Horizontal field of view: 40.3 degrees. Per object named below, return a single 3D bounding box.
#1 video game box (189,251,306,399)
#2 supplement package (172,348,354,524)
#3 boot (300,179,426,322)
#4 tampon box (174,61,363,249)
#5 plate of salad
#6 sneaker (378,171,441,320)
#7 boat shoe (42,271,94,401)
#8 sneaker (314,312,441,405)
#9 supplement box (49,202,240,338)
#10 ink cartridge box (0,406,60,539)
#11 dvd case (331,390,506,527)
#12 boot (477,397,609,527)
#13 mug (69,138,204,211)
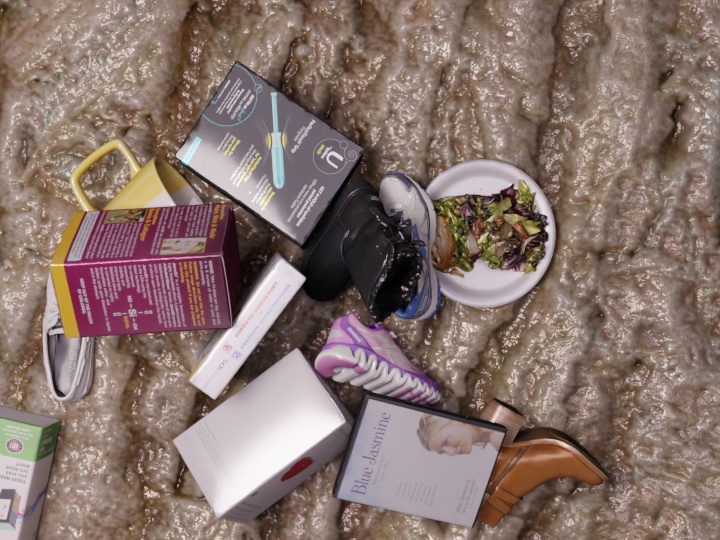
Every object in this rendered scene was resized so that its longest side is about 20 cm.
[{"bbox_3d":[-0.143,0.063,1.248,0.047,0.200,0.183,40,89,-7],"label":"video game box"},{"bbox_3d":[-0.116,0.217,1.270,0.199,0.121,0.120,-37,69,-1],"label":"supplement package"},{"bbox_3d":[0.000,0.001,1.244,0.073,0.163,0.200,6,125,-33],"label":"boot"},{"bbox_3d":[-0.115,-0.146,1.290,0.199,0.126,0.151,34,89,-1],"label":"tampon box"},{"bbox_3d":[0.168,-0.051,1.332,0.197,0.048,0.203,0,88,-1],"label":"plate of salad"},{"bbox_3d":[0.058,-0.030,1.295,0.076,0.085,0.203,-11,92,30],"label":"sneaker"},{"bbox_3d":[-0.387,0.074,1.311,0.073,0.065,0.203,-5,89,-1],"label":"boat shoe"},{"bbox_3d":[0.032,0.118,1.291,0.199,0.080,0.089,29,51,-30],"label":"sneaker"},{"bbox_3d":[-0.248,-0.002,1.160,0.197,0.131,0.104,-3,120,0],"label":"supplement box"},{"bbox_3d":[-0.496,0.285,1.296,0.143,0.084,0.203,12,89,-1],"label":"ink cartridge box"},{"bbox_3d":[0.076,0.243,1.255,0.198,0.018,0.144,15,101,-14],"label":"dvd case"},{"bbox_3d":[0.219,0.281,1.315,0.198,0.077,0.157,27,95,-11],"label":"boot"},{"bbox_3d":[-0.289,-0.057,1.292,0.152,0.149,0.188,-35,62,7],"label":"mug"}]
